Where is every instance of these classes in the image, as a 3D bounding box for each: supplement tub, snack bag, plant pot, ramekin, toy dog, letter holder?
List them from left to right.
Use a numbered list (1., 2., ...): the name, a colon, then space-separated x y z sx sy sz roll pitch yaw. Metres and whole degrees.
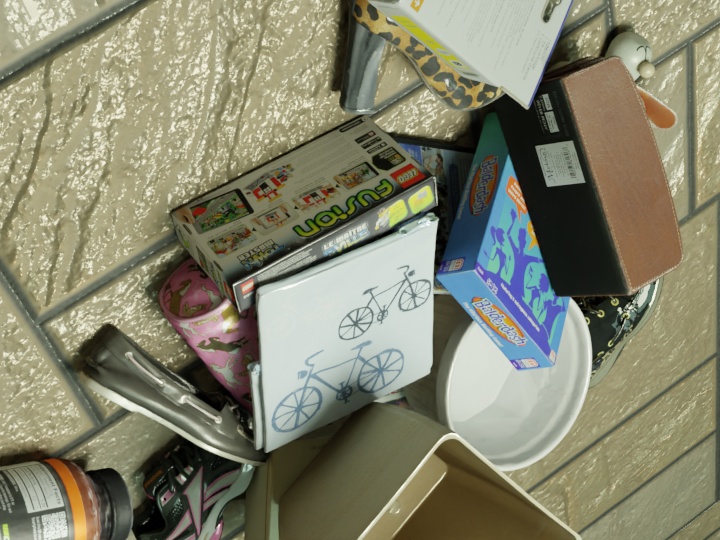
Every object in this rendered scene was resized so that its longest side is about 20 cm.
1. supplement tub: -0.303 0.223 1.133 0.200 0.107 0.107 -4 127 -39
2. snack bag: -0.015 0.055 1.133 0.188 0.021 0.200 -23 136 -24
3. plant pot: 0.038 0.236 1.181 0.200 0.177 0.200 41 88 -30
4. ramekin: 0.137 0.100 1.365 0.200 0.105 0.201 -10 107 -33
5. letter holder: 0.230 -0.094 1.189 0.142 0.101 0.200 -25 101 -30
6. toy dog: 0.256 -0.128 1.310 0.132 0.096 0.200 -28 139 -20

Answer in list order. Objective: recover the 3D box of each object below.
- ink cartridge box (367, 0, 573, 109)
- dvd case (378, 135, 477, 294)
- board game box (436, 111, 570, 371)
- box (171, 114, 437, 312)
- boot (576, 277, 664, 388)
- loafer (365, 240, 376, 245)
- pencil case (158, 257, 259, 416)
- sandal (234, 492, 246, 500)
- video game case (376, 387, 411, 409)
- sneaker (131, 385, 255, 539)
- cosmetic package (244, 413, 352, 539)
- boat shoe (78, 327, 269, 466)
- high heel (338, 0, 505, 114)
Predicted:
1. ink cartridge box: 0.111 -0.262 1.059 0.200 0.047 0.198 29 82 -51
2. dvd case: 0.093 -0.048 1.232 0.200 0.018 0.143 3 80 -42
3. board game box: 0.150 -0.031 1.226 0.152 0.045 0.200 47 47 -36
4. box: -0.047 -0.053 1.102 0.200 0.110 0.035 -28 139 -18
5. boot: 0.253 0.048 1.491 0.154 0.073 0.204 7 119 -41
6. loafer: 0.000 0.000 1.186 0.200 0.071 0.073 24 105 -48
7. pencil case: -0.099 0.067 1.167 0.087 0.083 0.200 -43 131 -7
8. sandal: -0.059 0.210 1.342 0.200 0.054 0.080 -3 127 -10
9. video game case: 0.019 0.183 1.435 0.181 0.036 0.200 -11 131 -33
10. sneaker: -0.164 0.201 1.262 0.086 0.080 0.200 8 114 -32
11. cosmetic package: -0.057 0.239 1.284 0.103 0.073 0.200 -6 111 -23
12. boat shoe: -0.154 0.116 1.161 0.200 0.067 0.057 30 90 -27
13. high heel: 0.079 -0.209 1.101 0.200 0.071 0.143 -13 135 -25
